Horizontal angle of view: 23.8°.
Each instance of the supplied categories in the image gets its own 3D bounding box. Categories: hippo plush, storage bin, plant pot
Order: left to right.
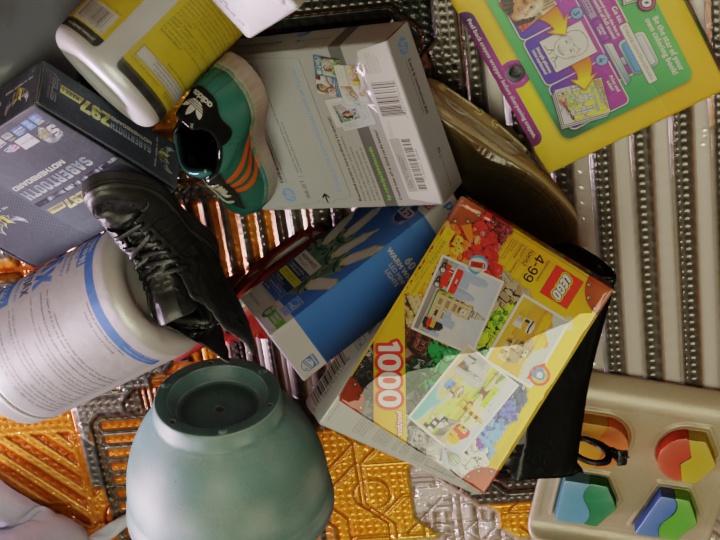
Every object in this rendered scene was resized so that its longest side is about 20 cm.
[{"bbox_3d":[-0.351,0.320,1.719,0.199,0.161,0.160,18,118,-5],"label":"hippo plush"},{"bbox_3d":[-0.289,-0.237,1.437,0.134,0.146,0.201,10,119,-13],"label":"storage bin"},{"bbox_3d":[-0.126,0.167,1.591,0.199,0.201,0.135,0,124,4],"label":"plant pot"}]

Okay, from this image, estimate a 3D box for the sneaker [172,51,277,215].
[{"bbox_3d":[-0.123,-0.101,1.456,0.071,0.080,0.200,41,158,22],"label":"sneaker"}]

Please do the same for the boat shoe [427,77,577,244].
[{"bbox_3d":[0.117,-0.100,1.507,0.200,0.067,0.074,38,134,-20],"label":"boat shoe"}]

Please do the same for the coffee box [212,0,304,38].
[{"bbox_3d":[-0.056,-0.296,1.340,0.113,0.200,0.080,45,147,-19],"label":"coffee box"}]

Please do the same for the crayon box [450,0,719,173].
[{"bbox_3d":[0.190,-0.209,1.452,0.172,0.058,0.200,-26,114,16],"label":"crayon box"}]

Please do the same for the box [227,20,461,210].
[{"bbox_3d":[-0.025,-0.129,1.473,0.199,0.041,0.157,-2,122,36],"label":"box"}]

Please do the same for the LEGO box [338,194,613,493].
[{"bbox_3d":[0.097,0.059,1.434,0.149,0.077,0.201,31,97,4],"label":"LEGO box"}]

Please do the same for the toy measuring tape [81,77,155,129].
[{"bbox_3d":[-0.219,-0.130,1.526,0.073,0.074,0.201,14,129,-3],"label":"toy measuring tape"}]

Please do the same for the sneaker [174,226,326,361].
[{"bbox_3d":[-0.086,0.056,1.606,0.199,0.078,0.116,-31,111,20],"label":"sneaker"}]

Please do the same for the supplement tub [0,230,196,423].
[{"bbox_3d":[-0.251,0.049,1.564,0.199,0.132,0.132,-25,114,30],"label":"supplement tub"}]

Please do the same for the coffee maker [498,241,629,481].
[{"bbox_3d":[0.162,0.075,1.559,0.191,0.134,0.201,-4,112,-41],"label":"coffee maker"}]

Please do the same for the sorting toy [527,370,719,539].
[{"bbox_3d":[0.271,0.200,1.677,0.184,0.037,0.201,9,118,0],"label":"sorting toy"}]

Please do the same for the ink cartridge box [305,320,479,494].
[{"bbox_3d":[0.072,0.109,1.632,0.199,0.057,0.163,26,106,-32],"label":"ink cartridge box"}]

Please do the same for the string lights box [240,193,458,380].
[{"bbox_3d":[0.000,0.000,1.511,0.200,0.103,0.059,-38,116,-5],"label":"string lights box"}]

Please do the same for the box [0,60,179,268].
[{"bbox_3d":[-0.280,-0.086,1.490,0.199,0.051,0.157,-24,139,35],"label":"box"}]

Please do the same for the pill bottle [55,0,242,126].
[{"bbox_3d":[-0.146,-0.224,1.406,0.200,0.112,0.112,-47,109,-8],"label":"pill bottle"}]

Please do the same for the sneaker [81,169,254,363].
[{"bbox_3d":[-0.164,-0.001,1.474,0.060,0.105,0.200,-23,145,24],"label":"sneaker"}]
